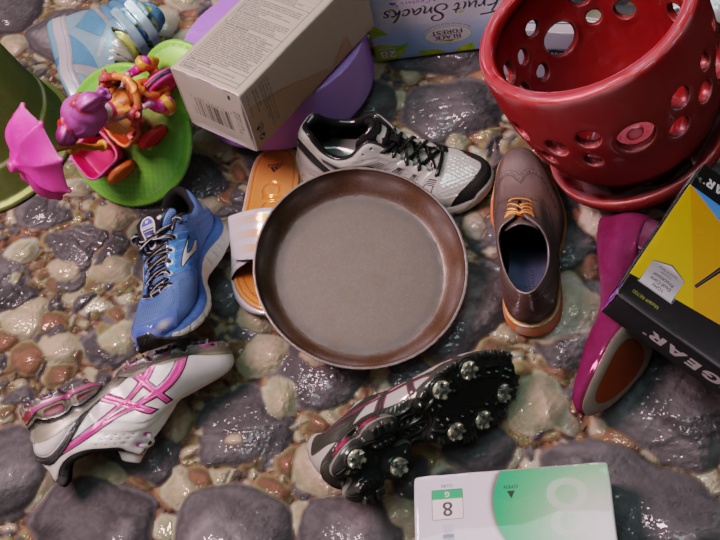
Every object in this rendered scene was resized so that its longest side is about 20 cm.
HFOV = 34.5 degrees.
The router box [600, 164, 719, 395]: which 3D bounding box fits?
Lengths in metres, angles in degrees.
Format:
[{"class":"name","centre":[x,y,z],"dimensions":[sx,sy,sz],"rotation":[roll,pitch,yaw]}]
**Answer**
[{"class":"router box","centre":[0.323,0.029,0.960],"dimensions":[0.200,0.051,0.149],"rotation":[35,71,6]}]

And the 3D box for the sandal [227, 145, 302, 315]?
[{"class":"sandal","centre":[-0.096,-0.052,1.148],"dimensions":[0.079,0.059,0.207],"rotation":[-8,56,10]}]

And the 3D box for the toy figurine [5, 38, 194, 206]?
[{"class":"toy figurine","centre":[-0.254,-0.137,1.121],"dimensions":[0.200,0.184,0.150],"rotation":[-41,87,23]}]

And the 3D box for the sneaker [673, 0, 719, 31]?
[{"class":"sneaker","centre":[0.390,-0.278,1.174],"dimensions":[0.199,0.076,0.081],"rotation":[-10,68,13]}]

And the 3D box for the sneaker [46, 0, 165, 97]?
[{"class":"sneaker","centre":[-0.269,-0.236,1.297],"dimensions":[0.130,0.080,0.200],"rotation":[-25,57,-1]}]

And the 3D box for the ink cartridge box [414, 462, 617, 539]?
[{"class":"ink cartridge box","centre":[0.124,0.255,0.909],"dimensions":[0.160,0.050,0.201],"rotation":[-6,55,10]}]

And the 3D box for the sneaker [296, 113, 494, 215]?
[{"class":"sneaker","centre":[0.031,-0.107,1.132],"dimensions":[0.199,0.088,0.076],"rotation":[6,57,9]}]

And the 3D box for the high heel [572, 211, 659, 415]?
[{"class":"high heel","centre":[0.216,0.036,1.028],"dimensions":[0.096,0.067,0.200],"rotation":[15,60,44]}]

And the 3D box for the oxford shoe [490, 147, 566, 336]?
[{"class":"oxford shoe","centre":[0.156,-0.043,1.072],"dimensions":[0.071,0.073,0.201],"rotation":[-8,56,9]}]

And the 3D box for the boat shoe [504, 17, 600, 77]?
[{"class":"boat shoe","centre":[0.232,-0.228,1.173],"dimensions":[0.199,0.074,0.065],"rotation":[12,36,6]}]

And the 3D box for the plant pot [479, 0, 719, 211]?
[{"class":"plant pot","centre":[0.232,-0.166,1.042],"dimensions":[0.200,0.183,0.201],"rotation":[-22,43,21]}]

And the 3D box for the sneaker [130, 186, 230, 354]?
[{"class":"sneaker","centre":[-0.186,-0.005,1.092],"dimensions":[0.078,0.089,0.200],"rotation":[-21,35,21]}]

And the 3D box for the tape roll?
[{"class":"tape roll","centre":[-0.088,-0.222,1.240],"dimensions":[0.199,0.066,0.201],"rotation":[-6,51,8]}]

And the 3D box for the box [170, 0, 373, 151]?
[{"class":"box","centre":[-0.082,-0.222,1.146],"dimensions":[0.095,0.078,0.200],"rotation":[27,62,29]}]

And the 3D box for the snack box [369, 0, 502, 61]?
[{"class":"snack box","centre":[0.079,-0.312,1.184],"dimensions":[0.168,0.200,0.068],"rotation":[-6,57,11]}]

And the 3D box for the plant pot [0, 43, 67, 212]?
[{"class":"plant pot","centre":[-0.438,-0.191,1.243],"dimensions":[0.199,0.190,0.201],"rotation":[-7,57,11]}]

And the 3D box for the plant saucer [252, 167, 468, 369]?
[{"class":"plant saucer","centre":[0.000,0.000,1.083],"dimensions":[0.199,0.032,0.201],"rotation":[1,68,-2]}]

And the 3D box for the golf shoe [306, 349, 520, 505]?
[{"class":"golf shoe","centre":[0.044,0.118,0.997],"dimensions":[0.200,0.077,0.088],"rotation":[-27,23,-23]}]

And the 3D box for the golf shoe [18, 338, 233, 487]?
[{"class":"golf shoe","centre":[-0.204,0.127,1.067],"dimensions":[0.199,0.073,0.092],"rotation":[-23,87,-6]}]
